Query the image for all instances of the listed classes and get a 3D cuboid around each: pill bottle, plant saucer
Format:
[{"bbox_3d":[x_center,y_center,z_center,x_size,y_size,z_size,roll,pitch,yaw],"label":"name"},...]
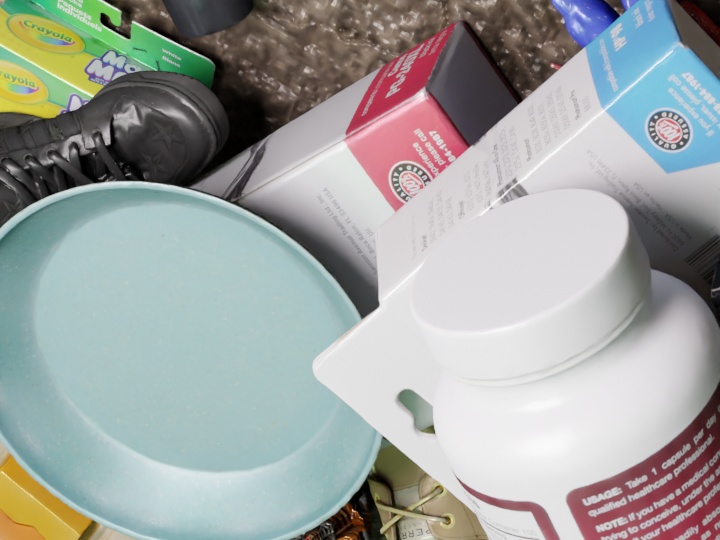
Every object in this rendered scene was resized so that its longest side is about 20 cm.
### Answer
[{"bbox_3d":[0.097,0.073,0.728,0.113,0.113,0.200,-7,124,33],"label":"pill bottle"},{"bbox_3d":[-0.082,0.039,0.877,0.199,0.036,0.200,7,123,11],"label":"plant saucer"}]

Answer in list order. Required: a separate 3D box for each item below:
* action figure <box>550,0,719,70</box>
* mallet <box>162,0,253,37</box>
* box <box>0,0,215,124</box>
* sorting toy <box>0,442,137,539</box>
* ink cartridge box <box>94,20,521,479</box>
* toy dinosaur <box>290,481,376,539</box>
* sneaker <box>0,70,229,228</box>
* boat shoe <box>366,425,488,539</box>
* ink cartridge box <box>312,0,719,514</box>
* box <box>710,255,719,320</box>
[{"bbox_3d":[0.116,-0.094,0.803,0.065,0.052,0.200,-33,115,22],"label":"action figure"},{"bbox_3d":[-0.013,-0.159,0.842,0.200,0.041,0.066,-16,115,31],"label":"mallet"},{"bbox_3d":[-0.150,-0.055,0.992,0.117,0.048,0.200,28,133,4],"label":"box"},{"bbox_3d":[-0.211,0.123,1.019,0.200,0.037,0.185,35,137,-4],"label":"sorting toy"},{"bbox_3d":[0.000,0.000,0.903,0.200,0.083,0.145,-28,111,28],"label":"ink cartridge box"},{"bbox_3d":[-0.032,0.190,1.019,0.102,0.200,0.136,0,130,49],"label":"toy dinosaur"},{"bbox_3d":[-0.162,-0.034,0.910,0.199,0.104,0.060,-7,123,32],"label":"sneaker"},{"bbox_3d":[0.046,0.127,1.019,0.074,0.066,0.200,-20,113,40],"label":"boat shoe"},{"bbox_3d":[0.086,-0.004,0.788,0.200,0.067,0.116,-40,113,19],"label":"ink cartridge box"},{"bbox_3d":[0.251,0.039,0.711,0.200,0.049,0.162,-20,105,24],"label":"box"}]
